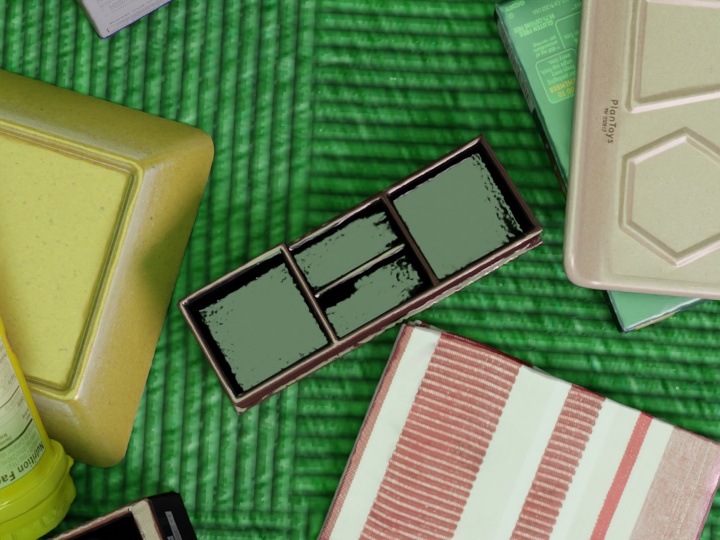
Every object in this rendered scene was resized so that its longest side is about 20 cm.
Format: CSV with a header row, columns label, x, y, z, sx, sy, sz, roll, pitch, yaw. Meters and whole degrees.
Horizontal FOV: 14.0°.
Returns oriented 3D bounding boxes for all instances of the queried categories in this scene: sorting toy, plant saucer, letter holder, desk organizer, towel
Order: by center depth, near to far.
label,x,y,z,sx,sy,sz,roll,pitch,yaw
letter holder,-0.151,0.190,1.556,0.142,0.200,0.101,-22,87,0
sorting toy,0.211,-0.075,1.612,0.199,0.036,0.186,5,84,-7
desk organizer,0.000,0.000,1.628,0.199,0.077,0.072,-30,87,-1
plant saucer,-0.203,-0.011,1.645,0.199,0.048,0.201,16,86,1
towel,0.091,0.128,1.648,0.199,0.023,0.145,22,89,3

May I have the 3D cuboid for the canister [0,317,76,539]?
label,x,y,z,sx,sy,sz,roll,pitch,yaw
canister,-0.254,0.055,1.577,0.148,0.087,0.201,-13,110,16

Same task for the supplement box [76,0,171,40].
label,x,y,z,sx,sy,sz,roll,pitch,yaw
supplement box,-0.130,-0.204,1.579,0.103,0.200,0.102,-30,87,-1

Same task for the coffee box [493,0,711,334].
label,x,y,z,sx,sy,sz,roll,pitch,yaw
coffee box,0.164,-0.077,1.647,0.122,0.044,0.201,-23,86,-3
